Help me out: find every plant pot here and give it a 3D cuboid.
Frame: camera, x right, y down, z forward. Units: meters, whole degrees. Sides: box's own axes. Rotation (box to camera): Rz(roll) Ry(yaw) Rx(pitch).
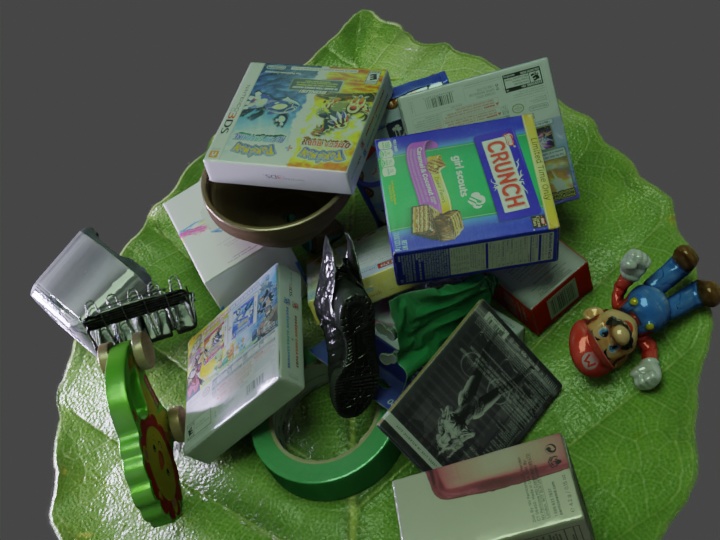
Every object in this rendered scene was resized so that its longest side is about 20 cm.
[{"bbox_3d":[-0.099,-0.095,1.612,0.198,0.093,0.203,-7,48,7],"label":"plant pot"}]

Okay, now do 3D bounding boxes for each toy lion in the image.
[{"bbox_3d":[-0.267,0.206,1.550,0.068,0.202,0.193,-16,31,6],"label":"toy lion"}]

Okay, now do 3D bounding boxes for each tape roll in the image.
[{"bbox_3d":[-0.038,0.185,1.568,0.198,0.048,0.202,-11,51,13],"label":"tape roll"}]

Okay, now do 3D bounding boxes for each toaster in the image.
[{"bbox_3d":[-0.375,0.031,1.773,0.199,0.114,0.129,33,73,35],"label":"toaster"}]

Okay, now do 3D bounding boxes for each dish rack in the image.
[{"bbox_3d":[-0.283,0.053,1.601,0.151,0.200,0.055,-18,75,-9],"label":"dish rack"}]

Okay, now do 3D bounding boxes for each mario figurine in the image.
[{"bbox_3d":[0.336,0.057,1.486,0.199,0.106,0.124,-35,52,-9],"label":"mario figurine"}]

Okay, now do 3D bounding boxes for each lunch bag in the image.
[{"bbox_3d":[0.065,-0.165,1.695,0.168,0.201,0.125,-19,49,4],"label":"lunch bag"}]

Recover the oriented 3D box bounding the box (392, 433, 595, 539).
[{"bbox_3d":[0.149,0.277,1.374,0.197,0.128,0.110,-17,50,8],"label":"box"}]

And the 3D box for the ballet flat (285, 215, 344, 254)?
[{"bbox_3d":[-0.081,-0.091,1.783,0.072,0.069,0.200,-16,35,-23],"label":"ballet flat"}]

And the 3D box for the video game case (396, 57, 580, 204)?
[{"bbox_3d":[0.162,-0.156,1.598,0.197,0.045,0.184,-14,95,2],"label":"video game case"}]

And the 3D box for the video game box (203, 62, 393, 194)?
[{"bbox_3d":[-0.078,-0.184,1.588,0.197,0.047,0.184,6,55,20],"label":"video game box"}]

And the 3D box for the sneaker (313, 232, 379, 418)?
[{"bbox_3d":[-0.019,0.066,1.503,0.059,0.202,0.104,-7,27,-18],"label":"sneaker"}]

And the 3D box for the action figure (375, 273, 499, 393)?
[{"bbox_3d":[0.101,0.050,1.511,0.054,0.120,0.199,20,36,41],"label":"action figure"}]

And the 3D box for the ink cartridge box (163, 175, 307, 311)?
[{"bbox_3d":[-0.175,-0.041,1.740,0.124,0.129,0.201,-31,49,-4],"label":"ink cartridge box"}]

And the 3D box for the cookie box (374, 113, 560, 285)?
[{"bbox_3d":[0.127,-0.086,1.506,0.197,0.076,0.173,-9,58,0],"label":"cookie box"}]

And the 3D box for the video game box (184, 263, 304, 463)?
[{"bbox_3d":[-0.149,0.118,1.589,0.200,0.046,0.184,-39,40,33],"label":"video game box"}]

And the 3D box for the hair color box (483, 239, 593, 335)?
[{"bbox_3d":[0.195,-0.017,1.623,0.101,0.062,0.200,-38,51,-11],"label":"hair color box"}]

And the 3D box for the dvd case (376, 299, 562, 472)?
[{"bbox_3d":[0.131,0.158,1.476,0.200,0.149,0.016,-48,12,-19],"label":"dvd case"}]

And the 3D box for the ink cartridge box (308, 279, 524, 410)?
[{"bbox_3d":[0.069,0.085,1.566,0.199,0.044,0.195,-32,48,-33],"label":"ink cartridge box"}]

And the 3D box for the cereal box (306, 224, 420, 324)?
[{"bbox_3d":[0.000,0.000,1.635,0.142,0.040,0.200,-22,17,4],"label":"cereal box"}]
